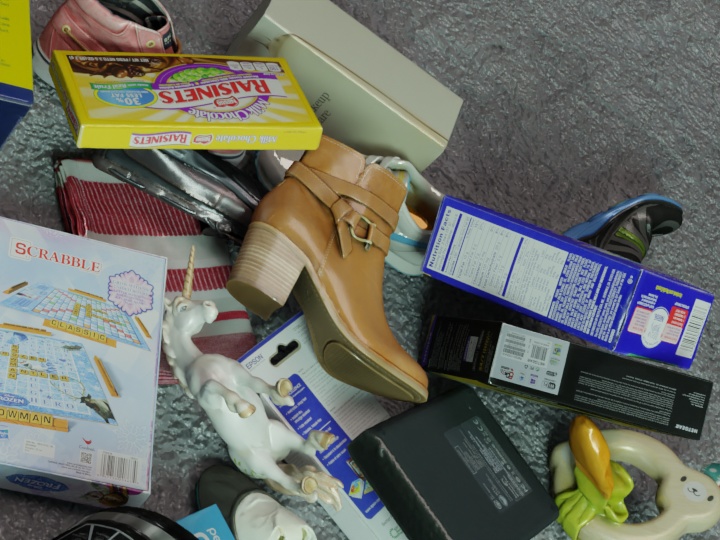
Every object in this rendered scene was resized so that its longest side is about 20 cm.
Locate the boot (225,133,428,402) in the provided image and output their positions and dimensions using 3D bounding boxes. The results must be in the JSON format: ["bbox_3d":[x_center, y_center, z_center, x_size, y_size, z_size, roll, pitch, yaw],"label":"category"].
[{"bbox_3d":[0.000,0.000,1.375,0.199,0.077,0.156,34,63,-11],"label":"boot"}]

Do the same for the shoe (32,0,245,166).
[{"bbox_3d":[-0.167,-0.162,1.416,0.199,0.091,0.072,29,34,-17],"label":"shoe"}]

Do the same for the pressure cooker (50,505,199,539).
[{"bbox_3d":[-0.177,0.265,1.063,0.179,0.176,0.200,54,45,2],"label":"pressure cooker"}]

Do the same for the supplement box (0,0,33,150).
[{"bbox_3d":[-0.321,-0.188,1.311,0.109,0.109,0.202,11,55,-31],"label":"supplement box"}]

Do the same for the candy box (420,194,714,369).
[{"bbox_3d":[0.176,0.011,1.464,0.199,0.078,0.169,24,5,33],"label":"candy box"}]

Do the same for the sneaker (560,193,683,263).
[{"bbox_3d":[0.244,-0.016,1.658,0.199,0.071,0.083,-27,84,-40],"label":"sneaker"}]

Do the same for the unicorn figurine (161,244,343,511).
[{"bbox_3d":[-0.090,0.095,1.280,0.073,0.137,0.202,-28,113,-29],"label":"unicorn figurine"}]

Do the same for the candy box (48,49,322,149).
[{"bbox_3d":[-0.137,-0.134,1.347,0.198,0.027,0.103,-2,44,-26],"label":"candy box"}]

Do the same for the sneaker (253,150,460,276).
[{"bbox_3d":[0.000,-0.074,1.499,0.199,0.081,0.077,27,49,-18],"label":"sneaker"}]

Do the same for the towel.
[{"bbox_3d":[-0.160,-0.002,1.369,0.143,0.023,0.202,0,61,-38],"label":"towel"}]

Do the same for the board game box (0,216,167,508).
[{"bbox_3d":[-0.242,0.059,1.231,0.198,0.041,0.201,15,54,-20],"label":"board game box"}]

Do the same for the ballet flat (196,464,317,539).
[{"bbox_3d":[-0.056,0.223,1.258,0.068,0.068,0.201,-7,66,-46],"label":"ballet flat"}]

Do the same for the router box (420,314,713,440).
[{"bbox_3d":[0.169,0.088,1.434,0.198,0.157,0.053,16,86,-18],"label":"router box"}]

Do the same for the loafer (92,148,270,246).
[{"bbox_3d":[-0.128,-0.061,1.396,0.199,0.063,0.072,36,12,-19],"label":"loafer"}]

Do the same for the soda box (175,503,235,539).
[{"bbox_3d":[-0.093,0.273,1.200,0.067,0.064,0.201,-18,72,-43],"label":"soda box"}]

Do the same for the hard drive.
[{"bbox_3d":[0.079,0.170,1.373,0.140,0.033,0.200,54,24,10],"label":"hard drive"}]

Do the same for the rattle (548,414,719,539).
[{"bbox_3d":[0.267,0.162,1.467,0.198,0.144,0.131,2,31,-3],"label":"rattle"}]

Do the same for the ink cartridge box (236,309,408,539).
[{"bbox_3d":[-0.017,0.135,1.374,0.201,0.037,0.095,52,44,1],"label":"ink cartridge box"}]

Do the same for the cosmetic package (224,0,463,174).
[{"bbox_3d":[-0.019,-0.161,1.529,0.199,0.104,0.073,33,46,-13],"label":"cosmetic package"}]
